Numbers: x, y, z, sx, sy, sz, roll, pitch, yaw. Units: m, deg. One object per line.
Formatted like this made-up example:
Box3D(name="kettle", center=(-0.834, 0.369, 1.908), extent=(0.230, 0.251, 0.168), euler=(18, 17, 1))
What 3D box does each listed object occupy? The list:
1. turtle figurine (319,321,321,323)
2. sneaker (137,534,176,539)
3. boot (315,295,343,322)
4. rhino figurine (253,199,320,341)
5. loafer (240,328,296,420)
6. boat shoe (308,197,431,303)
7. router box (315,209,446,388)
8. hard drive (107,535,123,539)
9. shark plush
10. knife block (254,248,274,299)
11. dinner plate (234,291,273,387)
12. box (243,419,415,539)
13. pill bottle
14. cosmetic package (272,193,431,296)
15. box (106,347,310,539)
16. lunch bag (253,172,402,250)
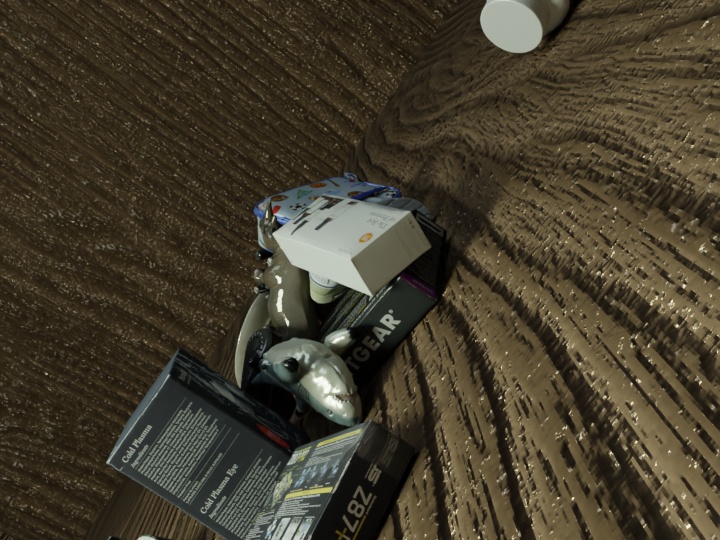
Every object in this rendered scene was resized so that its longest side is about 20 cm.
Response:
Box3D(name="turtle figurine", center=(-0.115, 0.138, 1.322), extent=(0.200, 0.064, 0.161), euler=(-49, 10, 45))
Box3D(name="sneaker", center=(-0.282, 0.424, 1.225), extent=(0.200, 0.078, 0.090), euler=(-52, 27, 43))
Box3D(name="boot", center=(0.000, 0.000, 1.178), extent=(0.074, 0.075, 0.200), euler=(-49, 10, 49))
Box3D(name="rhino figurine", center=(-0.091, 0.013, 1.105), extent=(0.060, 0.201, 0.087), euler=(-12, 7, -26))
Box3D(name="loafer", center=(-0.112, 0.147, 1.109), extent=(0.073, 0.071, 0.200), euler=(-92, 14, -46))
Box3D(name="boat shoe", center=(0.007, -0.028, 1.113), extent=(0.200, 0.072, 0.062), euler=(-31, -25, -36))
Box3D(name="router box", center=(0.013, 0.047, 0.996), extent=(0.200, 0.051, 0.149), euler=(-51, 12, 30))
Box3D(name="hard drive", center=(-0.232, 0.360, 0.885), extent=(0.200, 0.139, 0.033), euler=(-51, 10, 26))
Box3D(name="shark plush", center=(-0.074, 0.119, 0.939), extent=(0.200, 0.084, 0.091), euler=(-11, 12, 44))
Box3D(name="knife block", center=(-0.067, -0.026, 1.336), extent=(0.064, 0.176, 0.200), euler=(23, 74, 36))
Box3D(name="dinner plate", center=(-0.127, 0.101, 1.400), extent=(0.200, 0.024, 0.201), euler=(-49, -31, -45))
Box3D(name="box", center=(-0.046, 0.210, 0.729), extent=(0.161, 0.049, 0.200), euler=(-62, 10, -25))
Box3D(name="pill bottle", center=(0.235, -0.386, 1.195), extent=(0.200, 0.113, 0.113), euler=(-61, 10, -27))
Box3D(name="cosmetic package", center=(-0.016, -0.033, 0.961), extent=(0.083, 0.051, 0.200), euler=(-41, 25, -16))
Box3D(name="box", center=(-0.147, 0.183, 0.942), extent=(0.104, 0.182, 0.200), euler=(-56, 9, -3))
Box3D(name="lunch bag", center=(-0.037, -0.076, 1.285), extent=(0.200, 0.076, 0.160), euler=(-25, 30, -38))
